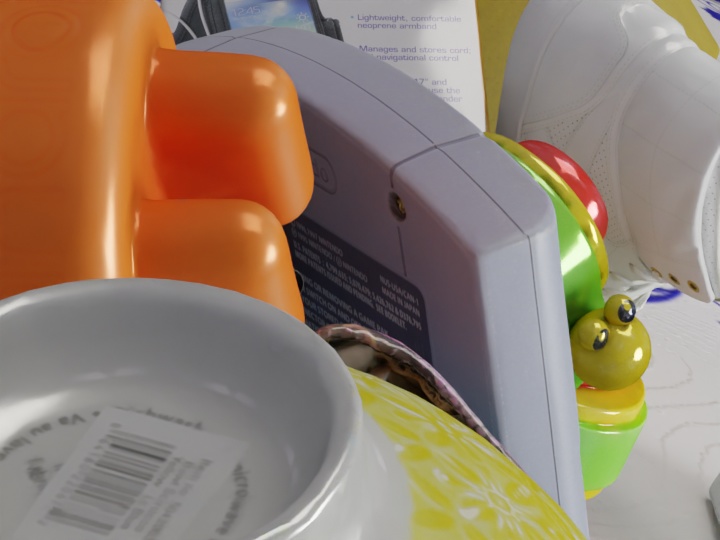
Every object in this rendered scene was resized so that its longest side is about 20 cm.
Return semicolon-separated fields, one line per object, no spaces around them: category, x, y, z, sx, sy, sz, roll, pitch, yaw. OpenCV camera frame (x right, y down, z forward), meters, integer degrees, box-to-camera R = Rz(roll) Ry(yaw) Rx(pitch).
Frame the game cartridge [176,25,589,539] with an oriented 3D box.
game cartridge;0.000;0.000;0.800;0.041;0.133;0.200;-17;28;-26

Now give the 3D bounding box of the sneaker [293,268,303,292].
sneaker;-0.058;0.024;0.741;0.078;0.090;0.200;25;16;-14

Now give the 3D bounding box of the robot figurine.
robot figurine;-0.113;-0.017;0.654;0.200;0.144;0.117;0;15;5

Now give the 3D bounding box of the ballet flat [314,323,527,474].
ballet flat;0.040;0.090;0.645;0.200;0.069;0.071;51;-3;27

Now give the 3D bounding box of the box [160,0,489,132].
box;-0.015;-0.075;0.979;0.119;0.042;0.200;0;50;-3

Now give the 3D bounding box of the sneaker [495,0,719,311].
sneaker;0.101;-0.004;0.973;0.074;0.200;0.116;-29;53;-28

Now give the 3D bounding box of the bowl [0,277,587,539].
bowl;-0.037;0.067;0.442;0.200;0.108;0.200;0;34;0

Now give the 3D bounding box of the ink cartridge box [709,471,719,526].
ink cartridge box;0.229;0.144;0.968;0.199;0.041;0.200;27;16;-6

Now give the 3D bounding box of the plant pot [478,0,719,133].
plant pot;0.043;-0.093;1.143;0.176;0.200;0.200;42;16;0

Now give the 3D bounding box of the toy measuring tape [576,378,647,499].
toy measuring tape;0.056;0.060;0.890;0.073;0.074;0.200;29;24;1

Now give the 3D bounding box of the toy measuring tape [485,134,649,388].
toy measuring tape;0.017;-0.030;0.867;0.200;0.074;0.074;40;18;25
